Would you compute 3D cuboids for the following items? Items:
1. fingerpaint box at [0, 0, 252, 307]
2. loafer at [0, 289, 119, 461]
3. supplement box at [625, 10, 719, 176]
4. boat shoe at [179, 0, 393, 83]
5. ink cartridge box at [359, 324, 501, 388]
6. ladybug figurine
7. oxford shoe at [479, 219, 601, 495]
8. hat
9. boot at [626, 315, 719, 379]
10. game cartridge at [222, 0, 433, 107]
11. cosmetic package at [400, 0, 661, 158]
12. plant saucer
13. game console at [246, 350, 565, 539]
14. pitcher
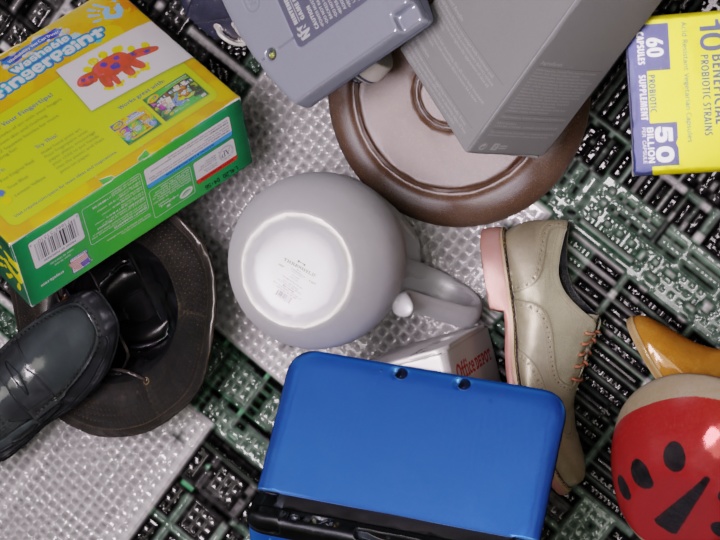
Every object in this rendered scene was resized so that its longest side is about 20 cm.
[{"bbox_3d":[-0.207,-0.092,1.552,0.199,0.074,0.167,-35,54,-21],"label":"fingerpaint box"},{"bbox_3d":[-0.248,0.087,1.601,0.200,0.070,0.068,-44,78,35],"label":"loafer"},{"bbox_3d":[0.287,-0.127,1.489,0.198,0.109,0.110,-4,95,13],"label":"supplement box"},{"bbox_3d":[-0.062,-0.186,1.579,0.093,0.074,0.200,-47,62,19],"label":"boat shoe"},{"bbox_3d":[0.064,0.152,1.551,0.083,0.145,0.202,-14,92,16],"label":"ink cartridge box"},{"bbox_3d":[0.232,0.141,1.489,0.135,0.200,0.072,31,62,9],"label":"ladybug figurine"},{"bbox_3d":[0.141,0.061,1.563,0.073,0.071,0.202,-13,92,12],"label":"oxford shoe"},{"bbox_3d":[-0.168,0.027,1.630,0.199,0.081,0.203,6,101,32],"label":"hat"},{"bbox_3d":[0.300,0.065,1.521,0.201,0.071,0.144,44,110,-6],"label":"boot"},{"bbox_3d":[-0.042,-0.223,1.505,0.133,0.041,0.201,-30,73,22],"label":"game cartridge"},{"bbox_3d":[0.125,-0.182,1.457,0.200,0.090,0.107,-50,55,33],"label":"cosmetic package"},{"bbox_3d":[0.069,-0.131,1.583,0.198,0.032,0.202,2,97,13],"label":"plant saucer"},{"bbox_3d":[0.034,0.169,1.476,0.198,0.119,0.172,9,129,16],"label":"game console"},{"bbox_3d":[0.000,0.000,1.526,0.171,0.200,0.122,26,101,9],"label":"pitcher"}]
